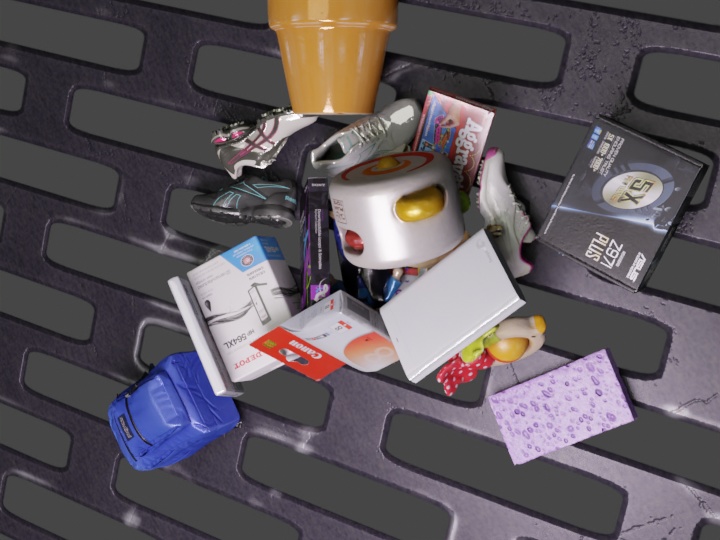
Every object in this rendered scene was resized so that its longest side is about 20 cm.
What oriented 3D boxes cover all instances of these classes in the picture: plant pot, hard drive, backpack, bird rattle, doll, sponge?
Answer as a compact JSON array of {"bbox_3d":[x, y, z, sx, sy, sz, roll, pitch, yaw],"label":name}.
[{"bbox_3d":[-0.041,-0.330,1.636,0.199,0.200,0.185,3,98,25],"label":"plant pot"},{"bbox_3d":[0.126,0.050,1.519,0.200,0.026,0.132,-39,51,21],"label":"hard drive"},{"bbox_3d":[-0.338,0.241,1.822,0.200,0.167,0.163,-35,71,32],"label":"backpack"},{"bbox_3d":[0.192,0.116,1.583,0.162,0.201,0.113,-5,54,-6],"label":"bird rattle"},{"bbox_3d":[0.000,0.000,1.670,0.136,0.048,0.201,-11,94,25],"label":"doll"},{"bbox_3d":[0.298,0.204,1.599,0.199,0.030,0.112,-26,82,24],"label":"sponge"}]

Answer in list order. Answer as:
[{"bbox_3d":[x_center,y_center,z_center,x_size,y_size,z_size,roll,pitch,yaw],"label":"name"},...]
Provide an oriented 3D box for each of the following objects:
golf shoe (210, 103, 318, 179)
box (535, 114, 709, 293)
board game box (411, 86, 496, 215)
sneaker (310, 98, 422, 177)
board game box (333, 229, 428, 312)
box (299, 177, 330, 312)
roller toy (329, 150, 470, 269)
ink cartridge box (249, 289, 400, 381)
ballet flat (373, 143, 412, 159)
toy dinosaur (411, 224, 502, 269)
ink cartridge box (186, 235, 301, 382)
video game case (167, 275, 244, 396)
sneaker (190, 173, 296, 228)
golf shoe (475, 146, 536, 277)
[{"bbox_3d":[-0.146,-0.218,1.762,0.199,0.077,0.089,-16,100,25],"label":"golf shoe"},{"bbox_3d":[0.368,-0.094,1.518,0.163,0.086,0.201,30,105,20],"label":"box"},{"bbox_3d":[0.126,-0.165,1.595,0.102,0.019,0.201,20,125,7],"label":"board game box"},{"bbox_3d":[0.009,-0.204,1.683,0.200,0.080,0.071,-31,79,22],"label":"sneaker"},{"bbox_3d":[0.048,0.021,1.698,0.152,0.040,0.201,-10,89,25],"label":"board game box"},{"bbox_3d":[-0.073,-0.032,1.680,0.036,0.143,0.201,2,79,-9],"label":"box"},{"bbox_3d":[0.050,-0.094,1.535,0.181,0.200,0.141,-6,109,21],"label":"roller toy"},{"bbox_3d":[-0.048,0.118,1.643,0.200,0.162,0.050,-32,44,29],"label":"ink cartridge box"},{"bbox_3d":[0.090,-0.168,1.667,0.199,0.067,0.063,-2,63,22],"label":"ballet flat"},{"bbox_3d":[0.135,-0.009,1.598,0.199,0.058,0.102,-17,74,29],"label":"toy dinosaur"},{"bbox_3d":[-0.175,0.064,1.772,0.145,0.084,0.201,-27,81,15],"label":"ink cartridge box"},{"bbox_3d":[-0.252,0.113,1.770,0.023,0.182,0.201,-25,82,0],"label":"video game case"},{"bbox_3d":[-0.191,-0.117,1.796,0.199,0.075,0.080,5,75,23],"label":"sneaker"},{"bbox_3d":[0.218,-0.083,1.603,0.091,0.075,0.201,2,102,16],"label":"golf shoe"}]
